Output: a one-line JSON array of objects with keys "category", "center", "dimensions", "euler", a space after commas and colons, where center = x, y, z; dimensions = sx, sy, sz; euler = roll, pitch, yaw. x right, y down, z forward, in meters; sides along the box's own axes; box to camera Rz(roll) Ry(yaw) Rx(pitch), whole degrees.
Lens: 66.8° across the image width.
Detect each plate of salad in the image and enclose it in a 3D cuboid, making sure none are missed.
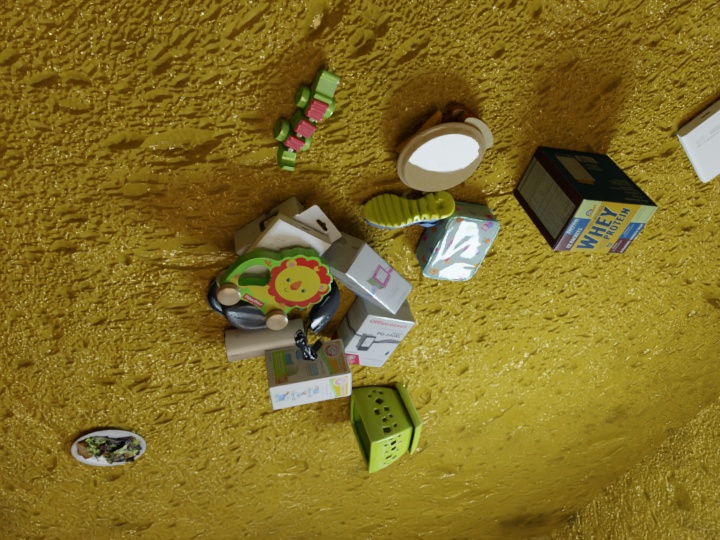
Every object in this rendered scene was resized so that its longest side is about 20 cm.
[{"category": "plate of salad", "center": [-0.730, 0.526, 1.586], "dimensions": [0.200, 0.048, 0.200], "euler": [-10, 135, -10]}]

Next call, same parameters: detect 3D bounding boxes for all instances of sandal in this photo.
[{"category": "sandal", "center": [0.103, -0.124, 1.203], "dimensions": [0.200, 0.080, 0.087], "euler": [-1, 167, -4]}]

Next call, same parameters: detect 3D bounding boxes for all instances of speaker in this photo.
[{"category": "speaker", "center": [-0.238, 0.174, 1.378], "dimensions": [0.200, 0.081, 0.081], "euler": [-9, 136, -11]}]

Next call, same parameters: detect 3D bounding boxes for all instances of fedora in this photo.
[{"category": "fedora", "center": [-0.253, 0.082, 1.270], "dimensions": [0.200, 0.092, 0.201], "euler": [-9, 136, -9]}]

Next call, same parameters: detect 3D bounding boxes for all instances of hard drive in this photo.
[{"category": "hard drive", "center": [0.842, -0.307, 1.289], "dimensions": [0.132, 0.026, 0.200], "euler": [-40, 133, 21]}, {"category": "hard drive", "center": [-0.173, -0.021, 1.144], "dimensions": [0.132, 0.026, 0.200], "euler": [26, 124, -34]}]

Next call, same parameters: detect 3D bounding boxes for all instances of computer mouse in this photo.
[{"category": "computer mouse", "center": [-0.086, 0.125, 1.312], "dimensions": [0.046, 0.200, 0.141], "euler": [15, 145, 19]}]

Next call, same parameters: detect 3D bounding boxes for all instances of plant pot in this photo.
[{"category": "plant pot", "center": [0.081, 0.483, 1.715], "dimensions": [0.181, 0.199, 0.200], "euler": [-12, 136, -16]}]

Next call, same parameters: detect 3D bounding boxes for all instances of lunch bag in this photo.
[{"category": "lunch bag", "center": [0.231, -0.066, 1.299], "dimensions": [0.160, 0.077, 0.200], "euler": [3, 132, -23]}]

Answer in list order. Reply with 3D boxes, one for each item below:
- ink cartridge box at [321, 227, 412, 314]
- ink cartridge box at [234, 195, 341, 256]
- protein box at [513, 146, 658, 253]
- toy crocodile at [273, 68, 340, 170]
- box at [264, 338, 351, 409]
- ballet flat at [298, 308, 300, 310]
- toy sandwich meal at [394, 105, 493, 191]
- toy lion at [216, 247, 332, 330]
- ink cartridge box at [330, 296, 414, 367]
[{"category": "ink cartridge box", "center": [0.000, 0.000, 1.225], "dimensions": [0.200, 0.144, 0.085], "euler": [42, 78, -41]}, {"category": "ink cartridge box", "center": [-0.154, -0.076, 1.165], "dimensions": [0.200, 0.067, 0.116], "euler": [-29, 135, 12]}, {"category": "protein box", "center": [0.488, -0.155, 1.206], "dimensions": [0.198, 0.200, 0.135], "euler": [2, 133, -20]}, {"category": "toy crocodile", "center": [-0.100, -0.272, 0.993], "dimensions": [0.067, 0.062, 0.200], "euler": [19, 125, -33]}, {"category": "box", "center": [-0.130, 0.257, 1.359], "dimensions": [0.200, 0.113, 0.101], "euler": [-8, 137, -9]}, {"category": "ballet flat", "center": [-0.129, 0.028, 1.263], "dimensions": [0.068, 0.072, 0.200], "euler": [-39, 174, -26]}, {"category": "toy sandwich meal", "center": [0.164, -0.245, 1.110], "dimensions": [0.205, 0.070, 0.205], "euler": [-9, 147, -6]}, {"category": "toy lion", "center": [-0.166, 0.021, 1.126], "dimensions": [0.200, 0.069, 0.192], "euler": [33, 113, -34]}, {"category": "ink cartridge box", "center": [0.030, 0.160, 1.450], "dimensions": [0.145, 0.083, 0.200], "euler": [11, 130, -26]}]
